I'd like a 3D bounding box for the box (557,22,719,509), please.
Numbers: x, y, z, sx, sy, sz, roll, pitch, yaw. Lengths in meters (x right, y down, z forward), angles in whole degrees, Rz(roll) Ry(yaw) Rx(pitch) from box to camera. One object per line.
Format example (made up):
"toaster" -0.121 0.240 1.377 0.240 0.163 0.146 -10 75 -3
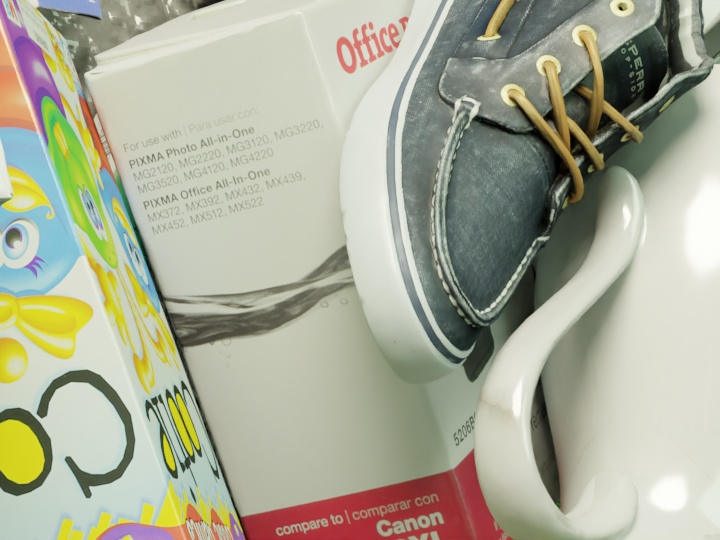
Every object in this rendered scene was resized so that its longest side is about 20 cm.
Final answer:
"box" 0.125 0.008 0.902 0.200 0.036 0.144 -44 117 -9

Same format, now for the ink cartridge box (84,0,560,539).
"ink cartridge box" 0.000 0.000 0.760 0.145 0.083 0.201 -40 114 -64

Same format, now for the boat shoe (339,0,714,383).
"boat shoe" 0.056 -0.050 0.694 0.071 0.091 0.201 59 29 -31

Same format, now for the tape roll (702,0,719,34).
"tape roll" 0.053 -0.139 0.891 0.139 0.202 0.203 50 39 -12

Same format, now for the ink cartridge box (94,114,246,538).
"ink cartridge box" -0.033 0.040 0.806 0.200 0.050 0.161 39 43 -22

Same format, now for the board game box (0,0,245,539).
"board game box" -0.112 0.029 0.648 0.103 0.105 0.201 55 14 -80

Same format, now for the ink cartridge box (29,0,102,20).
"ink cartridge box" -0.184 -0.140 0.753 0.200 0.042 0.120 0 69 -45

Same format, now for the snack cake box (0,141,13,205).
"snack cake box" -0.182 -0.031 0.557 0.067 0.200 0.115 2 66 -47

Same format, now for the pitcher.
"pitcher" 0.102 0.022 0.738 0.172 0.121 0.201 44 51 -45
